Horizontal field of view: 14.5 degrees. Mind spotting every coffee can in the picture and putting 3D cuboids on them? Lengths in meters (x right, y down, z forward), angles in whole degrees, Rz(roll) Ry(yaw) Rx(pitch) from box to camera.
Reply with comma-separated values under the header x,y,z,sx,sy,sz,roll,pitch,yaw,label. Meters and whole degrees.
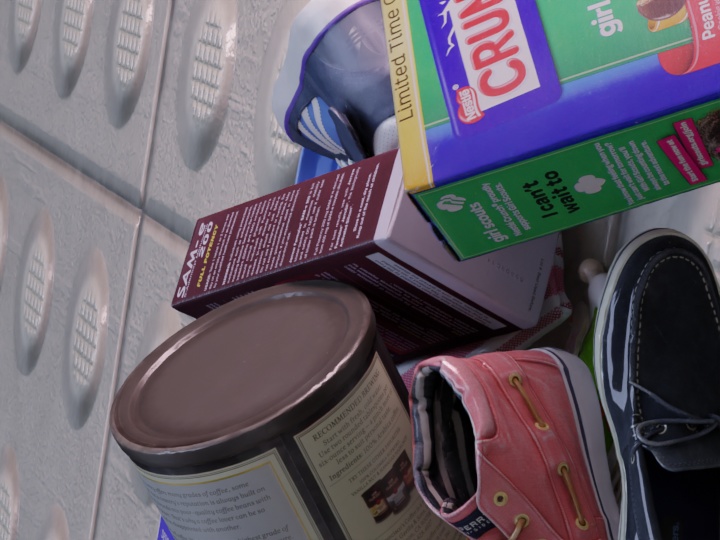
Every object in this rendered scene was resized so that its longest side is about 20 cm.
x,y,z,sx,sy,sz,roll,pitch,yaw,label
-0.023,0.127,1.470,0.200,0.146,0.146,64,174,-25,coffee can

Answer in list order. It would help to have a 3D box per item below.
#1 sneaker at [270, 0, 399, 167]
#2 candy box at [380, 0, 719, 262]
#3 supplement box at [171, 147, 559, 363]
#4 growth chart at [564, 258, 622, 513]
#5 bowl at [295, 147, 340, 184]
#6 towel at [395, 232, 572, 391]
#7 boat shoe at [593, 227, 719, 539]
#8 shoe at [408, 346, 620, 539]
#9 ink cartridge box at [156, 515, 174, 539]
x,y,z,sx,sy,sz,roll,pitch,yaw,label
0.022,-0.067,1.570,0.147,0.080,0.200,55,168,14,sneaker
0.113,-0.114,1.274,0.077,0.199,0.170,50,-154,-52,candy box
0.000,0.000,1.525,0.200,0.109,0.061,-17,51,50,supplement box
0.113,0.107,1.475,0.145,0.018,0.201,-121,42,-62,growth chart
0.004,-0.039,1.807,0.201,0.039,0.201,-174,90,-71,bowl
0.062,-0.018,1.578,0.146,0.030,0.200,-38,41,39,towel
0.150,0.079,1.296,0.062,0.074,0.201,166,105,-65,boat shoe
0.082,0.134,1.389,0.071,0.091,0.201,-34,63,49,shoe
-0.102,0.241,1.821,0.198,0.043,0.201,-137,53,-67,ink cartridge box
